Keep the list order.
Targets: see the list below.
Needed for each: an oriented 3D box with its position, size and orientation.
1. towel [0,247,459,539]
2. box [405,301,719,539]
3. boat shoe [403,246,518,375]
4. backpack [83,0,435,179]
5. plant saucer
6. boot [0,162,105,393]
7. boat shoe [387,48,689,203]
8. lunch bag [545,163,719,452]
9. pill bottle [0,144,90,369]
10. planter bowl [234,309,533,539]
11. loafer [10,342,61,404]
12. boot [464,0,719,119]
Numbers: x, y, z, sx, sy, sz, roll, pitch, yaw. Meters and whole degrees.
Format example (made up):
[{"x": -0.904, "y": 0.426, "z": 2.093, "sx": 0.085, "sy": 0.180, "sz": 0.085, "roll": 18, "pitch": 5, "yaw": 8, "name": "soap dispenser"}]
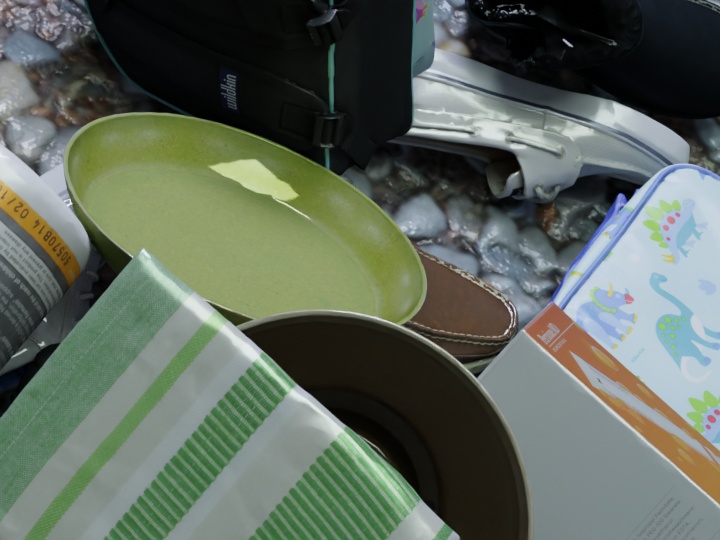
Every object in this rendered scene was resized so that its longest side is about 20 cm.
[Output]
[{"x": -0.073, "y": 0.112, "z": 1.363, "sx": 0.200, "sy": 0.023, "sz": 0.153, "roll": 41, "pitch": 90, "yaw": 2, "name": "towel"}, {"x": 0.136, "y": 0.123, "z": 1.549, "sx": 0.200, "sy": 0.098, "sz": 0.124, "roll": 41, "pitch": 12, "yaw": 4, "name": "box"}, {"x": 0.000, "y": 0.005, "z": 1.641, "sx": 0.202, "sy": 0.075, "sz": 0.075, "roll": 12, "pitch": 51, "yaw": -16, "name": "boat shoe"}, {"x": -0.058, "y": -0.164, "z": 1.668, "sx": 0.200, "sy": 0.176, "sz": 0.153, "roll": 22, "pitch": 46, "yaw": 26, "name": "backpack"}, {"x": -0.063, "y": -0.015, "z": 1.531, "sx": 0.199, "sy": 0.031, "sz": 0.200, "roll": 19, "pitch": 26, "yaw": -10, "name": "plant saucer"}, {"x": -0.162, "y": 0.007, "z": 1.578, "sx": 0.200, "sy": 0.074, "sz": 0.096, "roll": -30, "pitch": 77, "yaw": -29, "name": "boot"}, {"x": 0.098, "y": -0.073, "z": 1.760, "sx": 0.199, "sy": 0.071, "sz": 0.070, "roll": 17, "pitch": 77, "yaw": -17, "name": "boat shoe"}, {"x": 0.184, "y": 0.041, "z": 1.694, "sx": 0.161, "sy": 0.083, "sz": 0.200, "roll": 37, "pitch": 49, "yaw": 4, "name": "lunch bag"}, {"x": -0.233, "y": 0.029, "z": 1.452, "sx": 0.116, "sy": 0.116, "sz": 0.200, "roll": 37, "pitch": 75, "yaw": 6, "name": "pill bottle"}, {"x": -0.018, "y": 0.118, "z": 1.439, "sx": 0.199, "sy": 0.135, "sz": 0.201, "roll": 0, "pitch": 90, "yaw": 1, "name": "planter bowl"}, {"x": -0.092, "y": 0.106, "z": 1.536, "sx": 0.200, "sy": 0.071, "sz": 0.068, "roll": 27, "pitch": 6, "yaw": -19, "name": "loafer"}, {"x": 0.154, "y": -0.138, "z": 1.763, "sx": 0.200, "sy": 0.077, "sz": 0.168, "roll": 21, "pitch": 8, "yaw": -3, "name": "boot"}]
